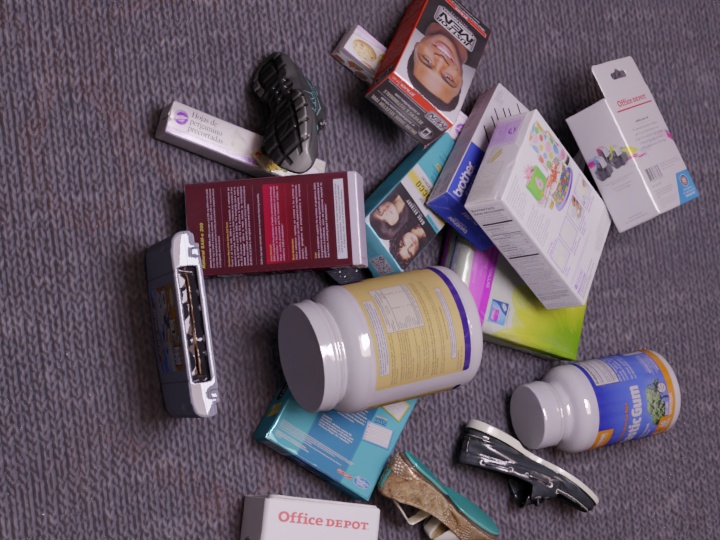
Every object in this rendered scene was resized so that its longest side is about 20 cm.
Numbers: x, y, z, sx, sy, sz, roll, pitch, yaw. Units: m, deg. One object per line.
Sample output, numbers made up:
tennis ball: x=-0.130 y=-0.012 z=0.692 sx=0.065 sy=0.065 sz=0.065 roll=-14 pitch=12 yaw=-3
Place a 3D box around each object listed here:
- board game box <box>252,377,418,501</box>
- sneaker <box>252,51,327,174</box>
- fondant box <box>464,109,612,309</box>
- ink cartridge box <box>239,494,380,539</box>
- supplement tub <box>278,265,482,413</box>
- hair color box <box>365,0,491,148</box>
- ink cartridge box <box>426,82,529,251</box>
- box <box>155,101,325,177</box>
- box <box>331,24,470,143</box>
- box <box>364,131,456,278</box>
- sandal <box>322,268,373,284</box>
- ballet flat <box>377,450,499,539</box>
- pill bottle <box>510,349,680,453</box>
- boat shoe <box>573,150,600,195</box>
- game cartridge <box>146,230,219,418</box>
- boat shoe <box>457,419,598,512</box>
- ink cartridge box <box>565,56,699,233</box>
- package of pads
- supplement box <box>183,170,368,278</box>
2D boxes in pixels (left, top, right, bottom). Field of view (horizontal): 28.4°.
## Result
board game box: x=-0.014 y=0.149 z=1.696 sx=0.151 sy=0.047 sz=0.200 roll=34 pitch=71 yaw=-18
sneaker: x=-0.068 y=-0.178 z=1.649 sx=0.079 sy=0.075 sz=0.200 roll=32 pitch=30 yaw=-35
fondant box: x=0.218 y=-0.071 z=1.708 sx=0.200 sy=0.058 sz=0.145 roll=49 pitch=50 yaw=-34
ink cartridge box: x=-0.065 y=0.361 z=1.628 sx=0.144 sy=0.084 sz=0.201 roll=10 pitch=81 yaw=-23
supplement tub: x=0.022 y=0.080 z=1.614 sx=0.199 sy=0.145 sz=0.146 roll=-11 pitch=89 yaw=-26
hair color box: x=0.086 y=-0.253 z=1.737 sx=0.101 sy=0.061 sz=0.200 roll=39 pitch=45 yaw=-17
ink cartridge box: x=0.159 y=-0.129 z=1.749 sx=0.094 sy=0.044 sz=0.200 roll=40 pitch=52 yaw=-17
box: x=-0.138 y=-0.141 z=1.664 sx=0.199 sy=0.041 sz=0.039 roll=20 pitch=75 yaw=-21
box: x=0.054 y=-0.225 z=1.773 sx=0.200 sy=0.039 sz=0.042 roll=39 pitch=70 yaw=-17
box: x=0.063 y=-0.079 z=1.724 sx=0.082 sy=0.049 sz=0.200 roll=54 pitch=50 yaw=-14
sandal: x=0.000 y=0.001 z=1.727 sx=0.076 sy=0.043 sz=0.200 roll=-46 pitch=111 yaw=-14
ballet flat: x=0.089 y=0.286 z=1.717 sx=0.065 sy=0.071 sz=0.200 roll=-45 pitch=122 yaw=5
pill bottle: x=0.294 y=0.169 z=1.803 sx=0.199 sy=0.112 sz=0.112 roll=-9 pitch=88 yaw=-26
boat shoe: x=0.328 y=-0.158 z=1.880 sx=0.073 sy=0.065 sz=0.200 roll=36 pitch=70 yaw=-17
game cartridge: x=-0.198 y=0.063 z=1.570 sx=0.041 sy=0.133 sz=0.201 roll=-7 pitch=86 yaw=-26
boat shoe: x=0.205 y=0.261 z=1.773 sx=0.199 sy=0.074 sz=0.066 roll=34 pitch=74 yaw=-18
ink cartridge box: x=0.334 y=-0.160 z=1.791 sx=0.115 sy=0.068 sz=0.201 roll=-21 pitch=85 yaw=-49
package of pads: x=0.194 y=0.016 z=1.797 sx=0.199 sy=0.068 sz=0.155 roll=18 pitch=78 yaw=-23
supplement box: x=-0.095 y=-0.050 z=1.619 sx=0.199 sy=0.061 sz=0.109 roll=-3 pitch=86 yaw=7
